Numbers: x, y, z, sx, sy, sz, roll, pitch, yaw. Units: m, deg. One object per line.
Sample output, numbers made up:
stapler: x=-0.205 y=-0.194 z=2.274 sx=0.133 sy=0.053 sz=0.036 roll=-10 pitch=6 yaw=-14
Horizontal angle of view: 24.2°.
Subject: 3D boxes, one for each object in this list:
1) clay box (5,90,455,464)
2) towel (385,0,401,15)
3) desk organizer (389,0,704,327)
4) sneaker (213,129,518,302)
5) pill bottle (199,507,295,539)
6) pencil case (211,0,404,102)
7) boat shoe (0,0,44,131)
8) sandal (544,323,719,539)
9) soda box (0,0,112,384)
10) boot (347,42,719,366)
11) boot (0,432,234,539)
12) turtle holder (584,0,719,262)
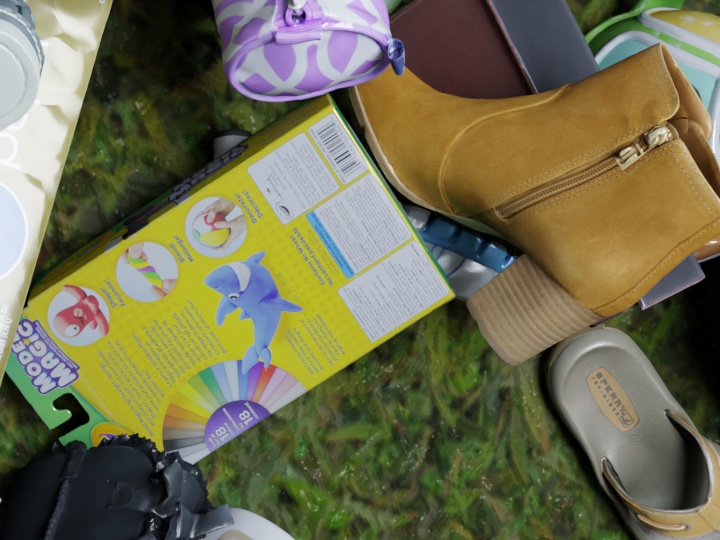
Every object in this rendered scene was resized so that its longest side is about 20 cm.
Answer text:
clay box: x=-0.069 y=0.015 z=0.815 sx=0.200 sy=0.048 sz=0.115 roll=-32 pitch=108 yaw=5
towel: x=-0.048 y=-0.208 z=0.880 sx=0.200 sy=0.031 sz=0.149 roll=48 pitch=70 yaw=-24
desk organizer: x=0.092 y=-0.063 z=0.889 sx=0.072 sy=0.077 sz=0.201 roll=-20 pitch=82 yaw=-51
sneaker: x=0.000 y=0.000 z=0.886 sx=0.199 sy=0.075 sz=0.087 roll=21 pitch=86 yaw=-21
pill bottle: x=-0.094 y=0.219 z=0.796 sx=0.200 sy=0.111 sz=0.111 roll=-44 pitch=111 yaw=-23
pencil case: x=-0.040 y=-0.176 z=0.778 sx=0.084 sy=0.086 sz=0.201 roll=-15 pitch=73 yaw=9
boat shoe: x=-0.229 y=-0.073 z=0.717 sx=0.199 sy=0.062 sz=0.073 roll=-16 pitch=128 yaw=8
sandal: x=0.181 y=0.116 z=0.984 sx=0.080 sy=0.054 sz=0.200 roll=-40 pitch=109 yaw=-1
soda box: x=-0.179 y=-0.050 z=0.774 sx=0.068 sy=0.064 sz=0.201 roll=19 pitch=79 yaw=-29
boot: x=0.087 y=-0.068 z=0.813 sx=0.071 sy=0.144 sz=0.202 roll=15 pitch=41 yaw=-57
boot: x=-0.163 y=0.157 z=0.758 sx=0.073 sy=0.197 sz=0.163 roll=60 pitch=31 yaw=-42
turtle holder: x=0.189 y=-0.090 z=0.958 sx=0.141 sy=0.132 sz=0.186 roll=44 pitch=69 yaw=-23
